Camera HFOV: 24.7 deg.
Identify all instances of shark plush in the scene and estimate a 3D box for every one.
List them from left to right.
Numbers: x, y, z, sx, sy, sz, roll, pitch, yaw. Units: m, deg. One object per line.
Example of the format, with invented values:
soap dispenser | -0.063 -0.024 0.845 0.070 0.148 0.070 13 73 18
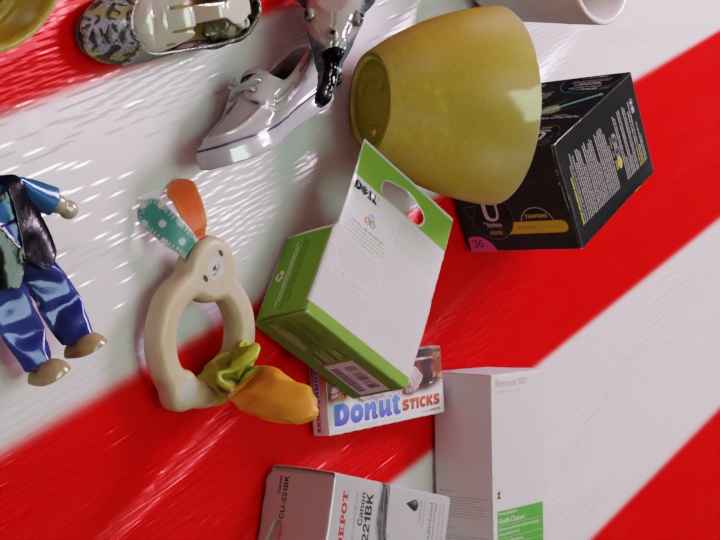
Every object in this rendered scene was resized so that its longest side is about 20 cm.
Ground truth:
shark plush | -0.016 -0.215 1.556 0.201 0.090 0.084 -103 -170 -52

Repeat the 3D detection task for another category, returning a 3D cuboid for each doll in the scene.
doll | -0.269 -0.016 1.287 0.136 0.048 0.201 -38 113 -36

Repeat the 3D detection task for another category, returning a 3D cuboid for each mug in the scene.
mug | 0.199 -0.359 1.822 0.149 0.152 0.189 -11 97 -52

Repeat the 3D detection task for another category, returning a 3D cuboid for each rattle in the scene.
rattle | -0.115 0.026 1.423 0.129 0.142 0.202 -1 97 -34

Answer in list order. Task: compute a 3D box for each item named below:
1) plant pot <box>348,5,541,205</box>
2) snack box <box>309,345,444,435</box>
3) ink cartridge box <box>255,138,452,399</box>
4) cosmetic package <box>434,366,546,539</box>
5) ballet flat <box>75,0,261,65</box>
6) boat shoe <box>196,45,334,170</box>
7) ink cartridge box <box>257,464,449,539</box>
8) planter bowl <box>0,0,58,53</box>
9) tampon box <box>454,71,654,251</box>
plant pot | 0.071 -0.167 1.648 0.141 0.200 0.202 -1 90 -24
snack box | 0.019 0.121 1.682 0.199 0.024 0.073 -5 92 -52
ink cartridge box | 0.000 0.000 1.600 0.148 0.075 0.201 39 54 -32
cosmetic package | 0.140 0.208 1.792 0.107 0.084 0.202 -4 94 -50
ballet flat | -0.156 -0.221 1.424 0.200 0.072 0.073 -21 106 -51
boat shoe | -0.096 -0.151 1.510 0.200 0.073 0.066 -46 120 -55
ink cartridge box | -0.007 0.276 1.597 0.199 0.083 0.146 20 74 -50
planter bowl | -0.313 -0.255 1.206 0.200 0.083 0.203 2 88 -52
tampon box | 0.213 -0.119 1.838 0.200 0.149 0.127 -40 120 -45
